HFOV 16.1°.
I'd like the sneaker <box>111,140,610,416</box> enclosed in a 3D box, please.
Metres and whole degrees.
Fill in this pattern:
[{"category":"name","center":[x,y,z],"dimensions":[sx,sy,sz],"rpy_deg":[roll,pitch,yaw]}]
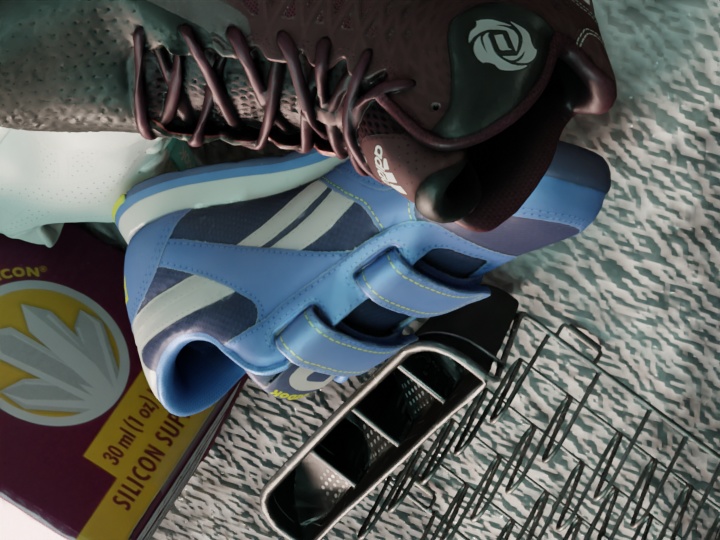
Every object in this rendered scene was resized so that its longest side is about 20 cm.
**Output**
[{"category":"sneaker","center":[0.000,0.000,0.862],"dimensions":[0.200,0.082,0.074],"rpy_deg":[-13,158,39]}]

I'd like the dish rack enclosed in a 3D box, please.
[{"category":"dish rack","center":[0.078,0.098,0.955],"dimensions":[0.200,0.055,0.153],"rpy_deg":[36,142,-5]}]

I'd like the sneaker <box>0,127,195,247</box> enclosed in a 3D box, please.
[{"category":"sneaker","center":[-0.086,-0.057,0.902],"dimensions":[0.088,0.075,0.200],"rpy_deg":[35,148,-23]}]

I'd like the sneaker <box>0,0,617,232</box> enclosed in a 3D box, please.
[{"category":"sneaker","center":[-0.018,-0.055,0.742],"dimensions":[0.199,0.116,0.076],"rpy_deg":[-14,141,-7]}]

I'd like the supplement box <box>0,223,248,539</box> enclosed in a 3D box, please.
[{"category":"supplement box","center":[-0.160,0.042,0.995],"dimensions":[0.200,0.131,0.103],"rpy_deg":[30,140,1]}]
